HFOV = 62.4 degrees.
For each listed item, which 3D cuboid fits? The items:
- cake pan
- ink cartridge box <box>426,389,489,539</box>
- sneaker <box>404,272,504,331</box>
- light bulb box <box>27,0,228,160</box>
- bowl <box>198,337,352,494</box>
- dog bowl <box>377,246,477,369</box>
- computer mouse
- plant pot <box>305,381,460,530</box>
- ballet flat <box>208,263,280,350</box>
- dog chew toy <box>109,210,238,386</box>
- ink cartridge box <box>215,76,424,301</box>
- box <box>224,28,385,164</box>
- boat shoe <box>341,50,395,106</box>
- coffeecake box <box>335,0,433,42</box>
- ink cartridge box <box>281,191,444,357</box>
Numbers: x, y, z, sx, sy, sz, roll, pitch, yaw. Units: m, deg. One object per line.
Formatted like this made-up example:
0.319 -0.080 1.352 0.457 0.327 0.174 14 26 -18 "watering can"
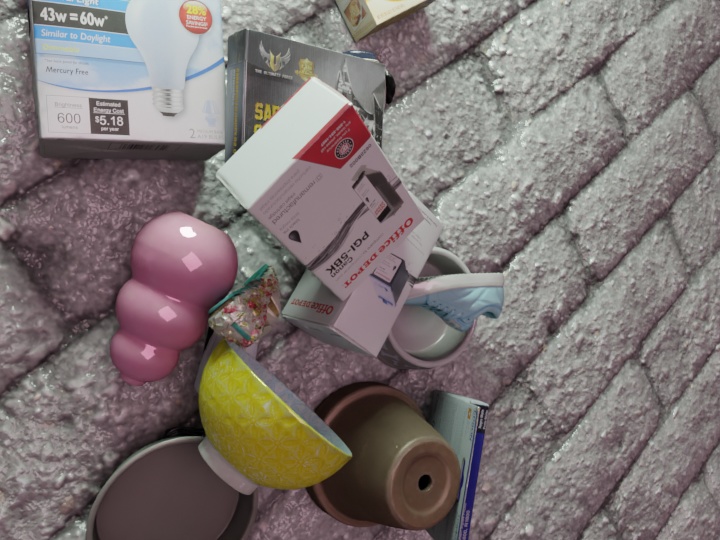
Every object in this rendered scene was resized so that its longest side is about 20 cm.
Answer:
-0.221 0.287 0.710 0.198 0.037 0.203 -7 105 -28 "cake pan"
0.133 0.278 0.832 0.040 0.200 0.202 11 84 -8 "ink cartridge box"
0.131 0.047 0.841 0.198 0.074 0.083 -3 87 -28 "sneaker"
-0.261 -0.234 0.670 0.196 0.124 0.203 -5 93 -29 "light bulb box"
-0.116 0.181 0.666 0.108 0.200 0.200 -47 110 -9 "bowl"
0.094 0.054 0.896 0.198 0.058 0.203 0 90 -29 "dog bowl"
-0.174 0.130 0.756 0.109 0.044 0.203 15 82 -26 "computer mouse"
0.041 0.261 0.798 0.198 0.174 0.203 0 89 -29 "plant pot"
-0.128 0.045 0.706 0.075 0.200 0.064 -39 97 12 "ballet flat"
-0.225 0.036 0.692 0.124 0.124 0.202 26 85 -25 "dog chew toy"
-0.034 -0.080 0.653 0.147 0.083 0.200 -45 139 -1 "ink cartridge box"
-0.060 -0.177 0.701 0.198 0.048 0.161 -1 97 -40 "box"
-0.057 -0.253 0.821 0.197 0.093 0.075 -7 132 -7 "boat shoe"
0.018 -0.462 0.856 0.153 0.073 0.201 -35 104 -24 "coffeecake box"
0.000 0.000 0.794 0.086 0.146 0.202 36 73 -29 "ink cartridge box"
